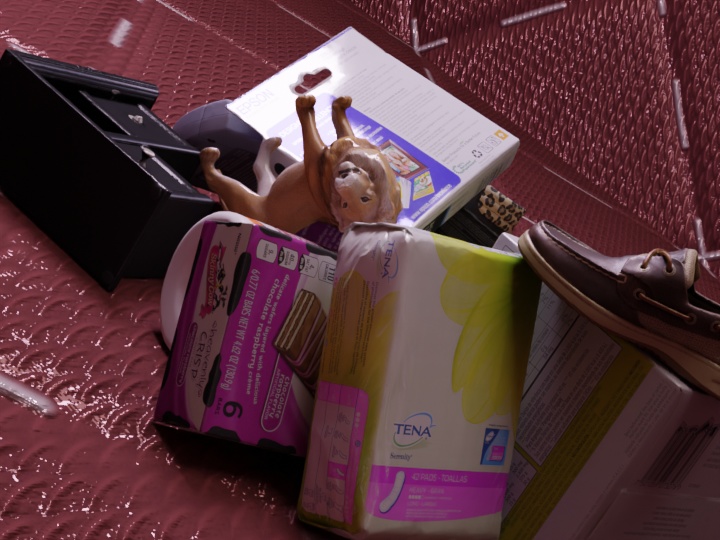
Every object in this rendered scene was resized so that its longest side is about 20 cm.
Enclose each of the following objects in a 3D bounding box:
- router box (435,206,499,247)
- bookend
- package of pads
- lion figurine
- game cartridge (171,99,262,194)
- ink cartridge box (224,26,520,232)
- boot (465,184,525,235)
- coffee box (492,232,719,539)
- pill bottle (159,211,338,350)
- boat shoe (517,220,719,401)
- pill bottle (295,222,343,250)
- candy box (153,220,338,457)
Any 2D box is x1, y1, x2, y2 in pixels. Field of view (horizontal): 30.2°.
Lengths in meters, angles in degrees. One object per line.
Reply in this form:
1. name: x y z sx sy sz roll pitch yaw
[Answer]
1. router box: 0.105 -0.015 1.279 0.200 0.051 0.149 39 -2 -15
2. bookend: -0.189 -0.078 1.106 0.200 0.093 0.198 41 17 23
3. package of pads: 0.040 0.077 0.879 0.068 0.202 0.154 7 -4 45
4. lion figurine: -0.049 -0.061 1.042 0.072 0.199 0.124 -2 73 -43
5. game cartridge: -0.112 -0.109 1.253 0.132 0.041 0.200 14 -14 -22
6. ink cartridge box: 0.011 -0.116 1.167 0.199 0.044 0.198 36 45 15
7. boot: 0.059 -0.045 1.379 0.202 0.155 0.074 30 7 -17
8. coffee box: 0.168 0.121 1.004 0.199 0.201 0.198 16 21 -46
9. pill bottle: -0.041 0.037 1.007 0.199 0.115 0.114 20 20 -39
10. boat shoe: 0.200 0.015 0.879 0.199 0.072 0.072 34 17 12
11. pill bottle: 0.000 0.000 1.164 0.199 0.113 0.112 29 13 21
12. candy box: -0.029 0.059 0.904 0.199 0.138 0.061 19 -8 -41
